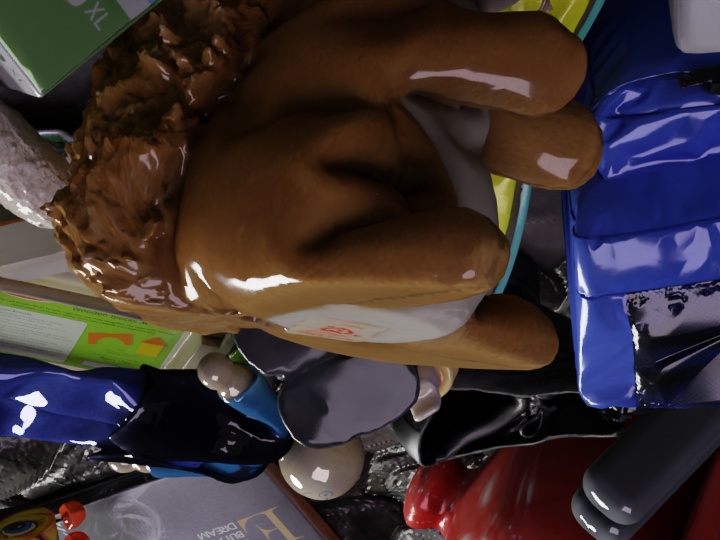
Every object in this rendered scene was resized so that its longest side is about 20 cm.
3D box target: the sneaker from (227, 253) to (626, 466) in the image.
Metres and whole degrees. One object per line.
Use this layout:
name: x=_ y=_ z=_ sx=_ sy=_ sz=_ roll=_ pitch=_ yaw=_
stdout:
sneaker: x=0.020 y=0.044 z=0.985 sx=0.199 sy=0.104 sz=0.060 roll=-9 pitch=135 yaw=9

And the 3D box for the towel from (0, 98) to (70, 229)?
towel: x=-0.184 y=-0.083 z=0.816 sx=0.035 sy=0.200 sz=0.133 roll=-52 pitch=124 yaw=-6

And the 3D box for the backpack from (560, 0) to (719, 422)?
backpack: x=0.182 y=-0.039 z=0.860 sx=0.199 sy=0.163 sz=0.168 roll=-3 pitch=132 yaw=5

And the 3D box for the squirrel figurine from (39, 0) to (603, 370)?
squirrel figurine: x=-0.015 y=-0.071 z=0.740 sx=0.200 sy=0.187 sz=0.142 roll=1 pitch=167 yaw=21

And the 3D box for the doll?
doll: x=-0.094 y=0.068 z=0.947 sx=0.200 sy=0.049 sz=0.136 roll=10 pitch=154 yaw=-17

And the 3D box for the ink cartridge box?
ink cartridge box: x=-0.131 y=-0.120 z=0.745 sx=0.059 sy=0.200 sz=0.104 roll=-41 pitch=110 yaw=-10

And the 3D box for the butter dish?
butter dish: x=0.091 y=0.136 z=1.049 sx=0.148 sy=0.200 sz=0.200 roll=27 pitch=134 yaw=6

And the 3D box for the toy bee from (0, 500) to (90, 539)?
toy bee: x=-0.197 y=0.155 z=1.101 sx=0.200 sy=0.109 sz=0.131 roll=28 pitch=121 yaw=27

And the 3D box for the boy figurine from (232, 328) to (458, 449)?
boy figurine: x=0.000 y=0.000 z=0.895 sx=0.064 sy=0.200 sz=0.124 roll=-29 pitch=101 yaw=14

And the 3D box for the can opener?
can opener: x=0.178 y=0.054 z=0.959 sx=0.200 sy=0.066 sz=0.053 roll=-36 pitch=160 yaw=-23

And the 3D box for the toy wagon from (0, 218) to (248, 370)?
toy wagon: x=-0.117 y=0.019 z=0.952 sx=0.155 sy=0.040 sz=0.200 roll=13 pitch=142 yaw=-22

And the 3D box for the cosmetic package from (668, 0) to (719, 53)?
cosmetic package: x=0.177 y=-0.201 z=0.692 sx=0.167 sy=0.167 sz=0.200 roll=-3 pitch=135 yaw=4

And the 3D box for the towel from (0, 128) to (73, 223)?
towel: x=-0.188 y=0.010 z=0.992 sx=0.149 sy=0.031 sz=0.200 roll=0 pitch=141 yaw=2

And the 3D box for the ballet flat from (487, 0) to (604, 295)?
ballet flat: x=0.048 y=-0.073 z=0.846 sx=0.067 sy=0.067 sz=0.200 roll=10 pitch=127 yaw=-10

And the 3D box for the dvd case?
dvd case: x=-0.077 y=0.174 z=1.180 sx=0.148 sy=0.016 sz=0.200 roll=-20 pitch=132 yaw=19
